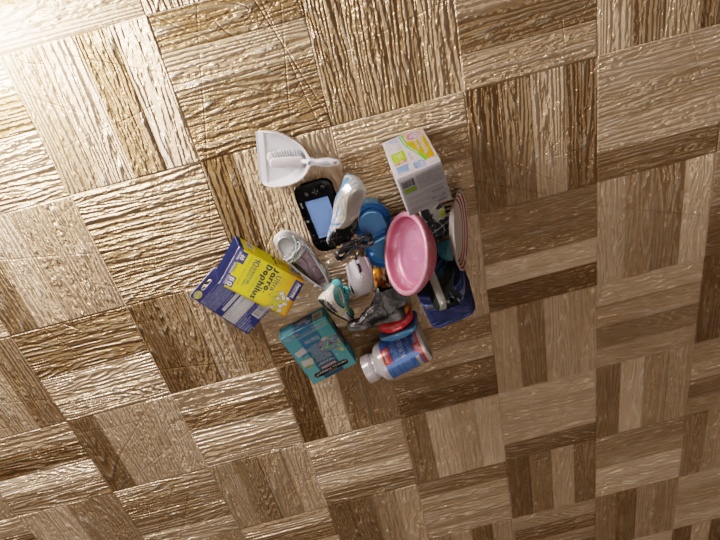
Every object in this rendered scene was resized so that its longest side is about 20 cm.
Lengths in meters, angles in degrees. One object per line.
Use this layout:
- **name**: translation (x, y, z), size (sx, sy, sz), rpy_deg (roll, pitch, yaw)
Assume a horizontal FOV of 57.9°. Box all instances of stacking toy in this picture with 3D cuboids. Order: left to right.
- **stacking toy**: translation (0.074, 0.081, 1.795), size (0.114, 0.110, 0.203), rpy_deg (-20, 112, 14)

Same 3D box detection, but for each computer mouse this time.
- **computer mouse**: translation (0.000, 0.000, 1.688), size (0.108, 0.044, 0.203), rpy_deg (-23, 134, -8)

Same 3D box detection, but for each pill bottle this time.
- **pill bottle**: translation (0.101, 0.248, 1.889), size (0.197, 0.113, 0.113), rpy_deg (-28, 123, 9)

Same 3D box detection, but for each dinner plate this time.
- **dinner plate**: translation (0.247, -0.101, 1.643), size (0.024, 0.202, 0.204), rpy_deg (0, 127, 18)

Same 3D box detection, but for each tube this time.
- **tube**: translation (0.161, -0.030, 1.711), size (0.197, 0.079, 0.050), rpy_deg (-20, 138, 34)

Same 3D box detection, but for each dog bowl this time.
- **dog bowl**: translation (0.043, -0.101, 1.693), size (0.110, 0.050, 0.202), rpy_deg (-26, 122, 9)

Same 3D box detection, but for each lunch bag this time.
- **lunch bag**: translation (0.216, 0.042, 1.721), size (0.133, 0.202, 0.134), rpy_deg (-23, 122, 14)

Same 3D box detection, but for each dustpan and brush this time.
- **dustpan and brush**: translation (-0.148, -0.264, 1.552), size (0.194, 0.058, 0.142), rpy_deg (-4, 123, -6)

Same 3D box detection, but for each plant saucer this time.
- **plant saucer**: translation (0.127, -0.042, 1.602), size (0.050, 0.201, 0.204), rpy_deg (-2, 126, -27)

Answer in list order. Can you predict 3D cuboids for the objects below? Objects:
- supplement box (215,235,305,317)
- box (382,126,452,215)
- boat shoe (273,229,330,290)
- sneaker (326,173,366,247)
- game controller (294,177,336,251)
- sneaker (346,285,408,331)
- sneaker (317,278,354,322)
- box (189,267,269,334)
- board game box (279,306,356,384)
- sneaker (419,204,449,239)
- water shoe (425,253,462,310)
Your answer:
- **supplement box**: translation (-0.259, 0.015, 1.672), size (0.197, 0.110, 0.110), rpy_deg (29, 97, -24)
- **box**: translation (0.130, -0.237, 1.527), size (0.110, 0.202, 0.103), rpy_deg (-21, 125, 4)
- **boat shoe**: translation (-0.148, -0.026, 1.697), size (0.074, 0.065, 0.203), rpy_deg (-38, 122, 5)
- **sneaker**: translation (-0.039, -0.145, 1.607), size (0.070, 0.073, 0.203), rpy_deg (1, 129, -28)
- **game controller**: translation (-0.094, -0.139, 1.652), size (0.102, 0.042, 0.203), rpy_deg (-18, 123, 3)
- **sneaker**: translation (0.049, 0.090, 1.733), size (0.195, 0.060, 0.107), rpy_deg (-14, 100, 4)
- **sneaker**: translation (-0.048, 0.083, 1.751), size (0.081, 0.076, 0.200), rpy_deg (-59, 159, -11)
- **box**: translation (-0.348, 0.076, 1.759), size (0.199, 0.033, 0.121), rpy_deg (37, 110, -27)
- **board game box**: translation (-0.121, 0.219, 1.877), size (0.148, 0.047, 0.202), rpy_deg (-26, 123, 9)
- **sneaker**: translation (0.181, -0.149, 1.659), size (0.076, 0.080, 0.201), rpy_deg (-28, 142, -2)
- **water shoe**: translation (0.197, 0.003, 1.624), size (0.077, 0.204, 0.072), rpy_deg (-10, 158, -10)
